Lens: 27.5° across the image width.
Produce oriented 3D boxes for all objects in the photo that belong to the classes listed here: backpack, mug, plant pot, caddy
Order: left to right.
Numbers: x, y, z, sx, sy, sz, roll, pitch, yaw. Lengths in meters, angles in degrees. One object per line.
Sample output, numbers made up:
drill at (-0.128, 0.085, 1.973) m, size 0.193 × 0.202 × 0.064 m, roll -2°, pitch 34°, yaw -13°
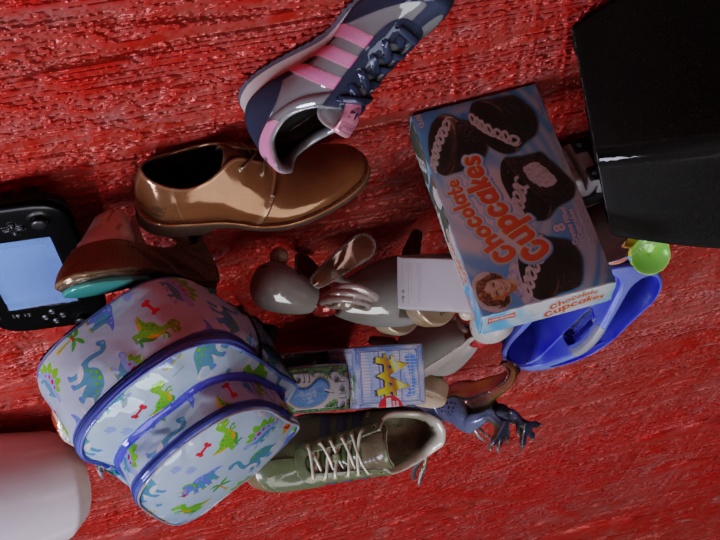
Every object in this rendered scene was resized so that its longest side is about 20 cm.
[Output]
mug at (-0.371, 0.224, 1.517) m, size 0.152 × 0.186 × 0.151 m, roll -10°, pitch 119°, yaw -32°
backpack at (-0.154, 0.107, 1.224) m, size 0.183 × 0.147 × 0.200 m, roll -38°, pitch 149°, yaw 4°
caddy at (0.222, 0.034, 1.524) m, size 0.140 × 0.106 × 0.200 m, roll 2°, pitch 145°, yaw -30°
plant pot at (0.274, -0.131, 1.203) m, size 0.176 × 0.201 × 0.200 m, roll -11°, pitch 152°, yaw 9°

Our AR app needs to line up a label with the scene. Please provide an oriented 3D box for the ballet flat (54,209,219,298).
ballet flat at (-0.188, -0.013, 1.229) m, size 0.067 × 0.073 × 0.199 m, roll -17°, pitch 170°, yaw 31°

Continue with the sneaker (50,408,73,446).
sneaker at (-0.235, 0.168, 1.527) m, size 0.077 × 0.073 × 0.200 m, roll -26°, pitch 151°, yaw 18°

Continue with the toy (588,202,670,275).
toy at (0.248, -0.034, 1.358) m, size 0.114 × 0.048 × 0.200 m, roll -21°, pitch -166°, yaw 4°

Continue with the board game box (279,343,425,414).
board game box at (-0.037, 0.108, 1.451) m, size 0.199 × 0.062 × 0.199 m, roll -2°, pitch 175°, yaw -35°

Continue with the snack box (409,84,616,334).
snack box at (0.123, -0.053, 1.222) m, size 0.115 × 0.201 × 0.037 m, roll -15°, pitch 153°, yaw -7°

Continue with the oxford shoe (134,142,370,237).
oxford shoe at (-0.087, -0.076, 1.201) m, size 0.198 × 0.072 × 0.071 m, roll -11°, pitch 147°, yaw -11°

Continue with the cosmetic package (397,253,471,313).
cosmetic package at (0.123, 0.009, 1.324) m, size 0.082 × 0.051 × 0.199 m, roll 0°, pitch -178°, yaw 38°

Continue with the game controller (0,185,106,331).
game controller at (-0.281, -0.003, 1.240) m, size 0.104 × 0.042 × 0.200 m, roll -15°, pitch 150°, yaw -6°

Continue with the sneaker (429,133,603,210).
sneaker at (0.154, -0.068, 1.351) m, size 0.199 × 0.067 × 0.091 m, roll -13°, pitch 150°, yaw -18°

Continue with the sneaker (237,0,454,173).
sneaker at (-0.002, -0.146, 1.114) m, size 0.199 × 0.083 × 0.070 m, roll -34°, pitch 147°, yaw 26°

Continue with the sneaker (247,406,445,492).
sneaker at (-0.007, 0.167, 1.403) m, size 0.199 × 0.068 × 0.090 m, roll -11°, pitch -177°, yaw -31°

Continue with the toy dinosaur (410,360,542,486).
toy dinosaur at (0.114, 0.144, 1.649) m, size 0.105 × 0.181 × 0.202 m, roll -16°, pitch 123°, yaw -41°

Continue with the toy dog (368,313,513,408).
toy dog at (0.075, 0.063, 1.489) m, size 0.096 × 0.133 × 0.200 m, roll 16°, pitch 135°, yaw -16°

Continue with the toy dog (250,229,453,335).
toy dog at (0.000, 0.000, 1.354) m, size 0.131 × 0.097 × 0.199 m, roll -7°, pitch 165°, yaw 37°
